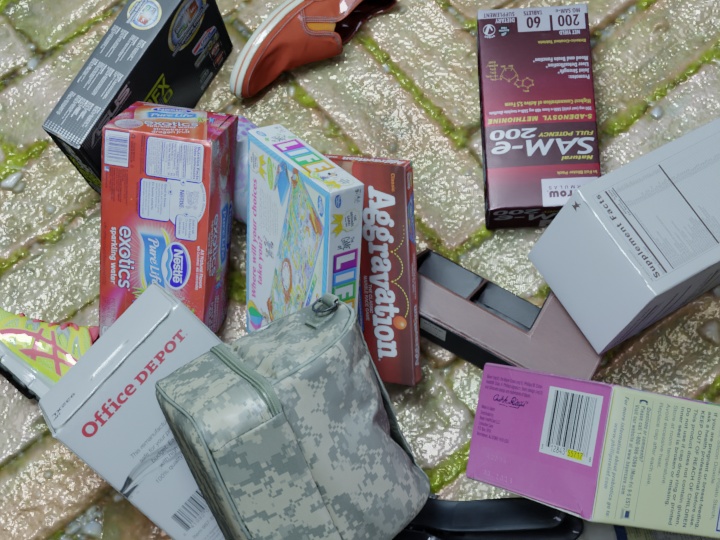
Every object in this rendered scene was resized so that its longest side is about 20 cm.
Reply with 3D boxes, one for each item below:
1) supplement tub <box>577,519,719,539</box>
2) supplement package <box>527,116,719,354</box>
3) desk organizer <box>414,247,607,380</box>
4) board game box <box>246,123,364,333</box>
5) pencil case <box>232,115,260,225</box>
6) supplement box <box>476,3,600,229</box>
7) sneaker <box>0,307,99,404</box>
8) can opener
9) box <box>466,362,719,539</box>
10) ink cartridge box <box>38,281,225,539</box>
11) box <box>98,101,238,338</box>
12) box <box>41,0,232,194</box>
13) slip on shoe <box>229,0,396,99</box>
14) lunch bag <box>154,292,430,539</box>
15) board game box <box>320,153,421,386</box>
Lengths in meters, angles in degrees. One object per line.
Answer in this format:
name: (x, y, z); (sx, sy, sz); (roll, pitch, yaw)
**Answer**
supplement tub: (0.268, 0.278, 0.999); (0.197, 0.145, 0.147); (6, 74, 0)
supplement package: (0.263, -0.034, 1.077); (0.199, 0.110, 0.114); (-25, 71, -28)
desk organizer: (0.124, 0.046, 1.123); (0.199, 0.072, 0.077); (28, 76, 12)
board game box: (-0.051, -0.006, 1.072); (0.034, 0.202, 0.134); (-16, 35, -30)
pencil case: (-0.063, -0.058, 1.163); (0.199, 0.083, 0.091); (36, 109, 13)
supplement box: (0.166, -0.145, 1.179); (0.107, 0.061, 0.203); (-3, 75, 4)
sneaker: (-0.282, 0.076, 1.153); (0.199, 0.078, 0.090); (39, 72, 8)
can opener: (0.094, 0.214, 1.042); (0.198, 0.063, 0.080); (-11, 60, 33)
box: (0.215, 0.141, 0.975); (0.198, 0.175, 0.098); (13, 86, -24)
ink cartridge box: (-0.148, 0.133, 1.059); (0.145, 0.084, 0.200); (-46, 117, -8)
box: (-0.170, -0.038, 1.110); (0.098, 0.096, 0.202); (8, 112, 7)
box: (-0.201, -0.174, 1.167); (0.044, 0.160, 0.201); (29, 77, 12)
slip on shoe: (-0.046, -0.232, 1.220); (0.199, 0.074, 0.061); (-39, 77, -12)
lunch bag: (-0.044, 0.139, 0.984); (0.167, 0.139, 0.202); (-29, 113, -16)
board game box: (0.000, 0.000, 1.091); (0.102, 0.019, 0.202); (6, 113, 23)
